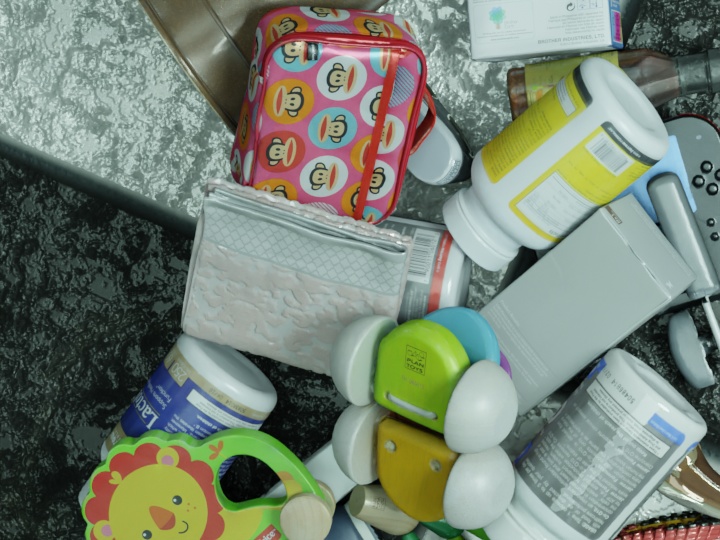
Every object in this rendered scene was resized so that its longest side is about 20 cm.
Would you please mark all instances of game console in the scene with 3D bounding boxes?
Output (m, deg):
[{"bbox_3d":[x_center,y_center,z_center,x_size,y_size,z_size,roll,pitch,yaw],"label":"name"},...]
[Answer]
[{"bbox_3d":[0.260,-0.042,1.640,0.199,0.031,0.178,-16,91,11],"label":"game console"}]

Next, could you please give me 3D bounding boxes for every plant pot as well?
[{"bbox_3d":[-0.091,-0.262,1.616,0.198,0.200,0.201,-35,87,2],"label":"plant pot"}]

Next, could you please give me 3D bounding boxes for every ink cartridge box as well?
[{"bbox_3d":[0.167,-0.300,1.612,0.136,0.076,0.201,-4,95,16],"label":"ink cartridge box"}]

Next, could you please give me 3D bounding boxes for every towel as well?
[{"bbox_3d":[-0.060,0.017,1.578,0.199,0.032,0.192,17,135,4],"label":"towel"}]

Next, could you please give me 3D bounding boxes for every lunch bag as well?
[{"bbox_3d":[-0.018,-0.134,1.553,0.175,0.082,0.201,1,125,-17],"label":"lunch bag"}]

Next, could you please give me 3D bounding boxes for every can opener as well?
[{"bbox_3d":[0.297,0.012,1.605,0.067,0.053,0.201,-22,94,10],"label":"can opener"}]

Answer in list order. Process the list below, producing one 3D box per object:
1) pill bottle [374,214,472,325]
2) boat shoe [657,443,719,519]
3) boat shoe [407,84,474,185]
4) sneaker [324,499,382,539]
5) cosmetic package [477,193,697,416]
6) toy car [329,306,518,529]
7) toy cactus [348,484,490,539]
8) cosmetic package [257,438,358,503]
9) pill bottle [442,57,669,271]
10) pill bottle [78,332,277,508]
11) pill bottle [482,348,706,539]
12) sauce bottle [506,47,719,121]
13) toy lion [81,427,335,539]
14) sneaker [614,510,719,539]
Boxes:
[{"bbox_3d":[0.000,0.000,1.646,0.199,0.116,0.117,10,96,10],"label":"pill bottle"},{"bbox_3d":[0.285,0.165,1.628,0.199,0.076,0.072,32,97,5],"label":"boat shoe"},{"bbox_3d":[0.044,-0.158,1.651,0.070,0.066,0.200,-51,61,21],"label":"boat shoe"},{"bbox_3d":[0.006,0.326,1.687,0.082,0.070,0.201,-26,83,-1],"label":"sneaker"},{"bbox_3d":[0.197,0.032,1.596,0.200,0.090,0.107,-40,82,29],"label":"cosmetic package"},{"bbox_3d":[0.074,0.119,1.550,0.174,0.150,0.201,21,129,32],"label":"toy car"},{"bbox_3d":[0.069,0.239,1.641,0.164,0.102,0.201,17,88,-28],"label":"toy cactus"},{"bbox_3d":[-0.030,0.197,1.682,0.200,0.083,0.051,-39,88,10],"label":"cosmetic package"},{"bbox_3d":[0.172,-0.091,1.570,0.200,0.112,0.112,-40,86,25],"label":"pill bottle"},{"bbox_3d":[-0.181,0.168,1.690,0.116,0.116,0.200,37,99,6],"label":"pill bottle"},{"bbox_3d":[0.205,0.179,1.558,0.114,0.114,0.200,41,101,5],"label":"pill bottle"},{"bbox_3d":[0.237,-0.173,1.617,0.199,0.066,0.066,-9,92,12],"label":"sauce bottle"},{"bbox_3d":[-0.151,0.221,1.618,0.200,0.069,0.192,-42,95,10],"label":"toy lion"},{"bbox_3d":[0.250,0.285,1.640,0.199,0.078,0.083,-10,93,11],"label":"sneaker"}]
